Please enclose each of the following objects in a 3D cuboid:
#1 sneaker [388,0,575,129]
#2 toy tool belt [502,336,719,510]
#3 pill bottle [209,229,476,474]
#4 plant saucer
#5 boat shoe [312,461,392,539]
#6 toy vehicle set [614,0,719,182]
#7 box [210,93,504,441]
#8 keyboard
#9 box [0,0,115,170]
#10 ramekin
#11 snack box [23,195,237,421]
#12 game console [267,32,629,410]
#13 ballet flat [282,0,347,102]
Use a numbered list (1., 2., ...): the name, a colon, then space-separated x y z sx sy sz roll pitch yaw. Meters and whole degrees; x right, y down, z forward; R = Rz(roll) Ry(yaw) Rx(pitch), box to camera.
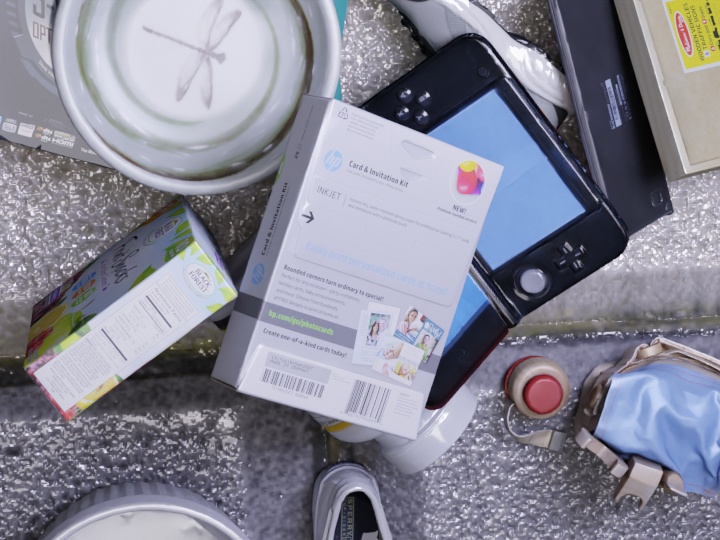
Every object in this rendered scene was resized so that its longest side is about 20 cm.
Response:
1. sneaker: 0.072 -0.160 1.391 0.200 0.074 0.079 37 99 -14
2. toy tool belt: 0.216 0.115 1.441 0.200 0.123 0.125 14 99 -11
3. pill bottle: -0.010 0.055 1.399 0.112 0.112 0.200 -45 104 2
4. plant saucer: -0.115 -0.154 1.328 0.200 0.050 0.200 -2 101 -9
5. boat shoe: -0.007 0.250 1.463 0.074 0.065 0.200 -9 102 -7
6. toy vehicle set: 0.255 -0.175 1.392 0.124 0.027 0.200 -14 85 -22
7. box: 0.000 0.000 1.277 0.156 0.041 0.200 18 90 -36
8. keyboard: 0.196 -0.131 1.414 0.127 0.021 0.200 -27 108 -40
9. box: -0.187 -0.158 1.365 0.200 0.044 0.160 15 99 -12
10. ramekin: -0.163 0.252 1.419 0.200 0.105 0.200 -2 101 -9
11. snack box: -0.161 0.021 1.324 0.142 0.200 0.053 -36 104 -1
12. game console: 0.067 -0.035 1.347 0.172 0.119 0.200 -33 102 22
13. ballet flat: -0.045 -0.153 1.387 0.065 0.071 0.200 7 98 16
